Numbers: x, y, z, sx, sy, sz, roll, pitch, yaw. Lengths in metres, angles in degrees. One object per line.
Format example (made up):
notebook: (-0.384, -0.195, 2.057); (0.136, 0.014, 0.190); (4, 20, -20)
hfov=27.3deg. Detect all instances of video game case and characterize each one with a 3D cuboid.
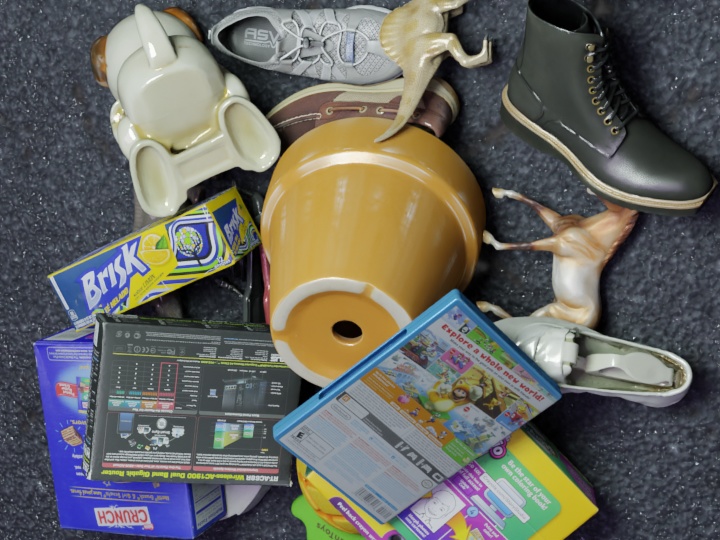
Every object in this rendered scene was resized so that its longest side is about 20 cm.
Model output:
video game case: (0.047, 0.118, 1.233); (0.200, 0.018, 0.143); (-38, 120, 18)

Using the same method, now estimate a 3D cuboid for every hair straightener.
hair straightener: (-0.117, 0.008, 1.470); (0.077, 0.041, 0.201); (0, 107, 28)

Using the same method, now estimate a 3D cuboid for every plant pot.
plant pot: (0.000, 0.000, 1.284); (0.199, 0.184, 0.201); (6, 129, 7)

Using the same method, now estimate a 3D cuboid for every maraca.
maraca: (-0.006, 0.203, 1.425); (0.137, 0.107, 0.200); (31, 124, 25)

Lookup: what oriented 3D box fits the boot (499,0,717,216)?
boot: (0.205, -0.137, 1.211); (0.200, 0.077, 0.139); (28, 146, 18)

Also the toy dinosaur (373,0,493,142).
toy dinosaur: (0.064, -0.195, 1.298); (0.101, 0.058, 0.201); (2, 74, 11)

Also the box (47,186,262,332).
box: (-0.199, -0.010, 1.430); (0.200, 0.070, 0.064); (-23, 99, 26)

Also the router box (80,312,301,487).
router box: (-0.158, 0.123, 1.407); (0.199, 0.062, 0.150); (5, 96, -18)

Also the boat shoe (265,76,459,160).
boat shoe: (-0.009, -0.124, 1.353); (0.199, 0.072, 0.072); (-5, 131, 25)

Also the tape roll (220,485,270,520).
tape roll: (-0.172, 0.163, 1.542); (0.202, 0.037, 0.204); (7, 105, 27)

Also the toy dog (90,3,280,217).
toy dog: (-0.190, -0.171, 1.392); (0.139, 0.200, 0.194); (-34, 124, 0)

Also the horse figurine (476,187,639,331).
horse figurine: (0.171, 0.011, 1.310); (0.132, 0.050, 0.201); (9, 101, 13)

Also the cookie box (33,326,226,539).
cookie box: (-0.234, 0.162, 1.510); (0.171, 0.075, 0.201); (0, 101, 26)

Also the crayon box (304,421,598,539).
crayon box: (0.081, 0.188, 1.324); (0.172, 0.058, 0.200); (-42, 100, 11)

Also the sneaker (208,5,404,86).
sneaker: (-0.046, -0.203, 1.358); (0.199, 0.082, 0.075); (5, 105, 25)

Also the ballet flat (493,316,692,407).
ballet flat: (0.191, 0.075, 1.262); (0.199, 0.069, 0.070); (10, 110, -9)

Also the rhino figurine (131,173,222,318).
rhino figurine: (-0.196, -0.025, 1.496); (0.087, 0.060, 0.201); (17, 111, 19)
